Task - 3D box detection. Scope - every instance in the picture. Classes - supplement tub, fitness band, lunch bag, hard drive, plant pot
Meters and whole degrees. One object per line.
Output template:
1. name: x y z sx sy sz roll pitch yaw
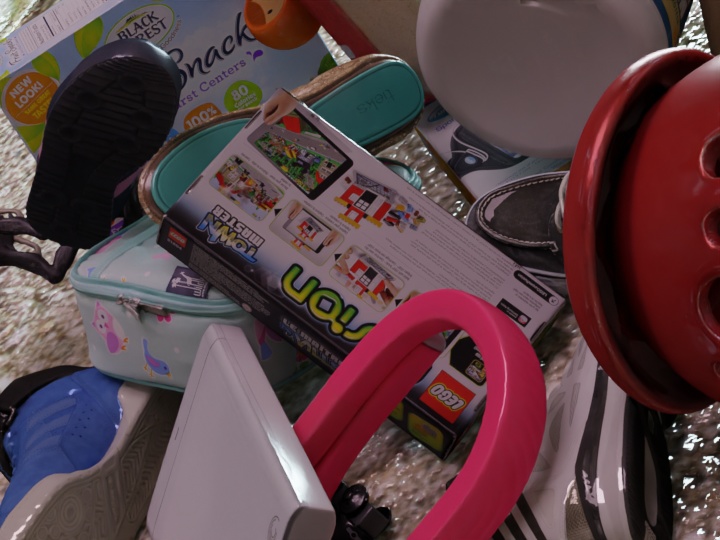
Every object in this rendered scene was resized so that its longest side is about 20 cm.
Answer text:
1. supplement tub: 0.123 -0.174 1.573 0.144 0.145 0.200 -14 32 29
2. fitness band: 0.018 0.103 1.361 0.200 0.037 0.144 -52 37 20
3. lunch bag: -0.067 -0.004 1.588 0.160 0.077 0.200 13 34 38
4. hard drive: -0.066 0.131 1.418 0.200 0.027 0.132 -122 47 -60
5. plant pot: 0.210 -0.021 1.276 0.182 0.201 0.201 3 45 40

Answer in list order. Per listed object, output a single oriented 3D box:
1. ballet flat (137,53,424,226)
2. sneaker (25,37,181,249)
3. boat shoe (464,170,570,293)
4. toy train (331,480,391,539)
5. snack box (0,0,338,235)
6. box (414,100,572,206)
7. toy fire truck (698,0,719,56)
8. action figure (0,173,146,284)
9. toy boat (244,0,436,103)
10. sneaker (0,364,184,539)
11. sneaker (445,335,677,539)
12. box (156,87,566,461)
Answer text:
1. ballet flat: -0.051 -0.066 1.566 0.200 0.071 0.065 -23 2 -30
2. sneaker: -0.146 -0.092 1.567 0.200 0.070 0.082 129 161 -55
3. boat shoe: 0.137 -0.033 1.468 0.199 0.071 0.072 0 62 33
4. toy train: -0.045 0.111 1.501 0.046 0.034 0.200 -49 33 -4
5. snack box: -0.122 -0.119 1.773 0.200 0.169 0.068 -33 28 -2
6. box: 0.108 -0.083 1.636 0.119 0.042 0.200 -33 27 0
7. toy fire truck: 0.304 -0.196 1.560 0.176 0.129 0.200 -3 22 34
8. action figure: -0.154 -0.016 1.698 0.199 0.119 0.102 -6 62 4
9. toy boat: -0.022 -0.182 1.685 0.131 0.200 0.131 -29 22 35
10. sneaker: -0.182 0.122 1.562 0.111 0.077 0.200 -1 37 33
11. sneaker: 0.097 0.074 1.375 0.115 0.076 0.201 -16 36 22
12. box: 0.000 0.000 1.481 0.110 0.200 0.035 -49 -9 -27
